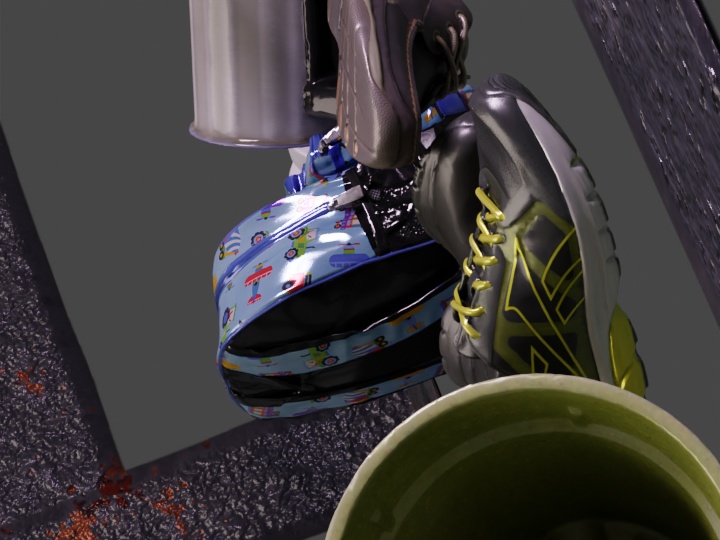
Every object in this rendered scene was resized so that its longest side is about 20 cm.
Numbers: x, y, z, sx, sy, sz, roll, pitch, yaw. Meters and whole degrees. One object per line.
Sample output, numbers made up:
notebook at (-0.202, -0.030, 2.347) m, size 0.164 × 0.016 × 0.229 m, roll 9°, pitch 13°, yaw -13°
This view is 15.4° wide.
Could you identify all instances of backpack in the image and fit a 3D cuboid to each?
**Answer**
backpack at (0.000, 0.000, 1.588) m, size 0.183 × 0.199 × 0.135 m, roll 73°, pitch 175°, yaw -64°

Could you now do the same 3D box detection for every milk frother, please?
milk frother at (-0.079, -0.166, 1.597) m, size 0.180 × 0.199 × 0.189 m, roll -149°, pitch 54°, yaw -63°

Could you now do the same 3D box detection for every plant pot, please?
plant pot at (0.100, 0.165, 1.258) m, size 0.201 × 0.200 × 0.184 m, roll 68°, pitch -171°, yaw 19°

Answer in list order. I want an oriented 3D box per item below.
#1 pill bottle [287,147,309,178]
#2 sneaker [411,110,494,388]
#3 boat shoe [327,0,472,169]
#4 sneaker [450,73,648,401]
pill bottle at (0.013, -0.041, 1.907) m, size 0.116 × 0.115 × 0.200 m, roll -114°, pitch 5°, yaw -47°
sneaker at (0.085, 0.000, 1.403) m, size 0.091 × 0.076 × 0.201 m, roll 39°, pitch 153°, yaw 43°
boat shoe at (0.025, -0.126, 1.410) m, size 0.200 × 0.073 × 0.075 m, roll -95°, pitch 10°, yaw -50°
sneaker at (0.079, 0.004, 1.277) m, size 0.075 × 0.084 × 0.201 m, roll -119°, pitch 9°, yaw -65°
